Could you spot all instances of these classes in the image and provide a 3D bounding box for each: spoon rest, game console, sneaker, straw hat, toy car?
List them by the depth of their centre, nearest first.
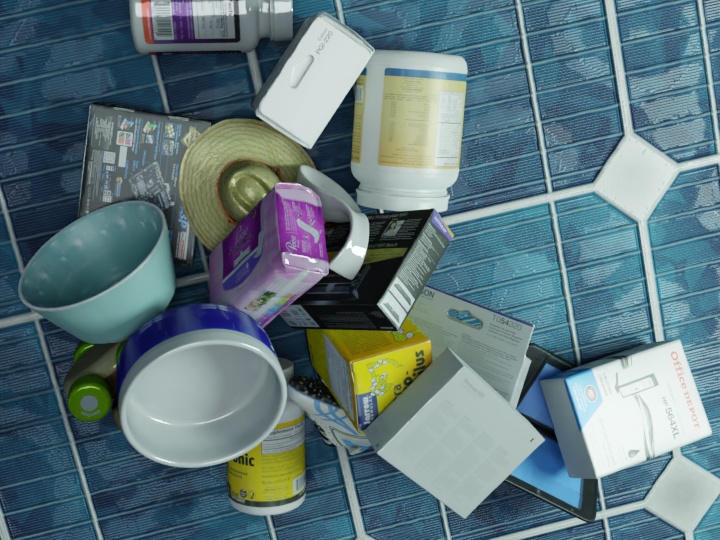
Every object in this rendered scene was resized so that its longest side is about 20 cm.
[{"bbox_3d":[-0.029,-0.073,1.230,0.099,0.200,0.061,29,115,-33],"label":"spoon rest"},{"bbox_3d":[-0.138,-0.097,1.268,0.200,0.085,0.202,-3,102,-16],"label":"straw hat"},{"bbox_3d":[-0.279,0.166,1.307,0.158,0.164,0.200,-39,112,2],"label":"toy car"},{"bbox_3d":[-0.041,0.205,1.341,0.073,0.072,0.200,-50,136,0],"label":"sneaker"},{"bbox_3d":[0.284,0.230,1.394,0.200,0.118,0.171,27,104,-11],"label":"game console"}]

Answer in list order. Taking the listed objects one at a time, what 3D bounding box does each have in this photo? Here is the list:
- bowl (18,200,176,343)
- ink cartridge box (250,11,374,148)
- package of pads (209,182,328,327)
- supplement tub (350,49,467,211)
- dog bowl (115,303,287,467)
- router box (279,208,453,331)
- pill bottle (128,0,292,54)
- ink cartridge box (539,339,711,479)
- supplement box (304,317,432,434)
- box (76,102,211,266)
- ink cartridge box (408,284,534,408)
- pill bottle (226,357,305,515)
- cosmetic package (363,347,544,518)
[{"bbox_3d":[-0.312,0.015,1.220,0.200,0.201,0.105,-26,125,-1],"label":"bowl"},{"bbox_3d":[-0.066,-0.240,1.223,0.085,0.200,0.146,33,96,-11],"label":"ink cartridge box"},{"bbox_3d":[-0.120,-0.009,1.208,0.075,0.200,0.121,11,57,-32],"label":"package of pads"},{"bbox_3d":[0.062,-0.184,1.277,0.144,0.145,0.201,3,101,-7],"label":"supplement tub"},{"bbox_3d":[-0.194,0.141,1.182,0.199,0.079,0.201,-10,126,-13],"label":"dog bowl"},{"bbox_3d":[0.000,0.000,1.233,0.052,0.200,0.157,50,57,-31],"label":"router box"},{"bbox_3d":[-0.187,-0.333,1.238,0.199,0.111,0.112,-2,101,-6],"label":"pill bottle"},{"bbox_3d":[0.374,0.193,1.375,0.199,0.084,0.146,-16,85,-19],"label":"ink cartridge box"},{"bbox_3d":[0.007,0.107,1.281,0.109,0.200,0.109,-15,118,-16],"label":"supplement box"},{"bbox_3d":[-0.290,-0.114,1.301,0.158,0.046,0.201,7,100,-8],"label":"box"},{"bbox_3d":[0.130,0.134,1.350,0.196,0.043,0.201,21,100,25],"label":"ink cartridge box"},{"bbox_3d":[-0.132,0.226,1.353,0.111,0.111,0.201,-1,100,-6],"label":"pill bottle"},{"bbox_3d":[0.122,0.209,1.232,0.151,0.052,0.200,-44,126,5],"label":"cosmetic package"}]
